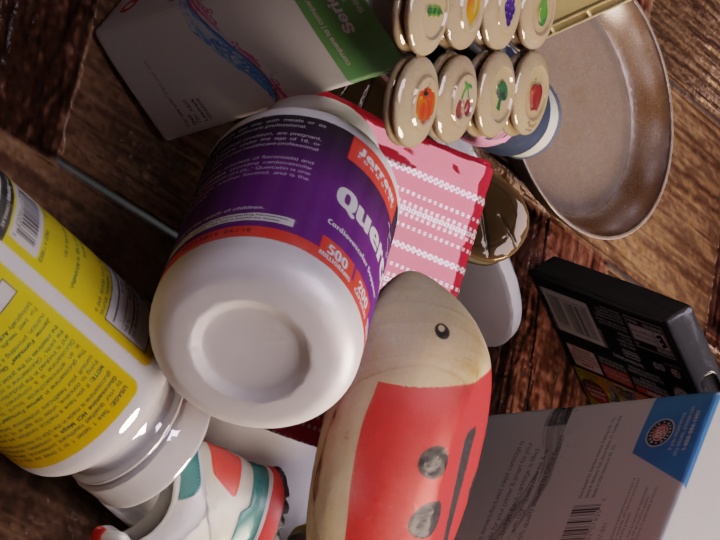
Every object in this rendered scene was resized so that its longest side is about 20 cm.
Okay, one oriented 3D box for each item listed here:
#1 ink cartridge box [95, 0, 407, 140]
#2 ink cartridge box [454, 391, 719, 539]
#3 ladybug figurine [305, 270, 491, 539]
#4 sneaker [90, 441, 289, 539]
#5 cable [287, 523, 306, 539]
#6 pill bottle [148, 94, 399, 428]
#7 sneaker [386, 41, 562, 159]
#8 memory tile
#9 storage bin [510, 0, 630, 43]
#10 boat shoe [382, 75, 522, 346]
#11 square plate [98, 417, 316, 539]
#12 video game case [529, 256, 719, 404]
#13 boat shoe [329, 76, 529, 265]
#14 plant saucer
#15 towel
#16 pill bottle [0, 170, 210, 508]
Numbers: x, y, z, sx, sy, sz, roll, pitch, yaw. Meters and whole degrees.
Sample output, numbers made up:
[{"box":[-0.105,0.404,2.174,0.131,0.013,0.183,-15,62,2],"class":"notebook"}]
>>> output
[{"box":[-0.034,-0.167,1.644,0.084,0.200,0.145,56,45,-22],"class":"ink cartridge box"},{"box":[0.136,0.162,1.776,0.084,0.200,0.145,53,47,-32],"class":"ink cartridge box"},{"box":[0.024,0.101,1.585,0.136,0.072,0.201,-36,140,-62],"class":"ladybug figurine"},{"box":[-0.118,0.184,1.565,0.093,0.070,0.200,26,84,-19],"class":"sneaker"},{"box":[0.015,0.160,1.704,0.200,0.050,0.097,-39,115,-44],"class":"cable"},{"box":[-0.041,-0.013,1.531,0.113,0.112,0.200,57,25,-25],"class":"pill bottle"},{"box":[0.035,-0.145,1.742,0.070,0.200,0.082,-57,157,14],"class":"sneaker"},{"box":[0.068,-0.147,1.597,0.200,0.017,0.154,-11,108,-62],"class":"memory tile"},{"box":[0.093,-0.253,1.821,0.200,0.198,0.094,51,30,-31],"class":"storage bin"},{"box":[0.056,-0.049,1.836,0.069,0.072,0.200,-42,105,-46],"class":"boat shoe"},{"box":[-0.069,0.102,1.678,0.198,0.028,0.200,47,50,-34],"class":"square plate"},{"box":[0.197,0.087,1.880,0.025,0.200,0.181,-31,109,-15],"class":"video game case"},{"box":[0.012,-0.068,1.754,0.200,0.065,0.072,35,76,-2],"class":"boat shoe"},{"box":[0.150,-0.119,1.983,0.200,0.032,0.201,13,72,-47],"class":"plant saucer"},{"box":[-0.010,0.004,1.661,0.144,0.022,0.201,21,79,-22],"class":"towel"},{"box":[-0.173,0.036,1.496,0.200,0.112,0.113,44,51,-32],"class":"pill bottle"}]
